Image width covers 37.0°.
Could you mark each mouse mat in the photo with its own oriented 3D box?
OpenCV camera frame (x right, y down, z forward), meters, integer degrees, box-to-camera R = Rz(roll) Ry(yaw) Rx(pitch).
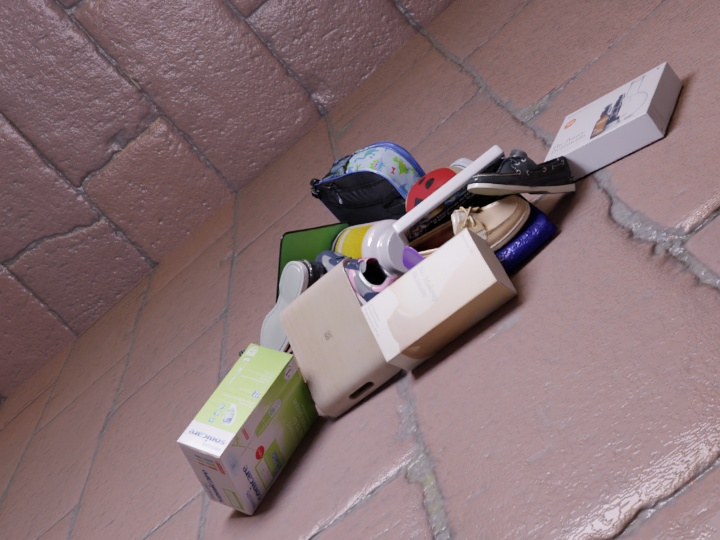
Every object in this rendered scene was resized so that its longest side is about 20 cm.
[{"bbox_3d":[-0.084,-0.001,1.923,0.008,0.162,0.200,15,17,35],"label":"mouse mat"}]

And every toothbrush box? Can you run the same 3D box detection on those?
[{"bbox_3d":[-0.162,0.234,1.602,0.086,0.146,0.200,13,50,32],"label":"toothbrush box"}]

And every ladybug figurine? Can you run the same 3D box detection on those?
[{"bbox_3d":[0.135,-0.111,1.832,0.200,0.072,0.136,-175,90,-68],"label":"ladybug figurine"}]

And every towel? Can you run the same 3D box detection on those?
[{"bbox_3d":[0.191,-0.025,1.620,0.200,0.050,0.148,-41,32,4],"label":"towel"}]

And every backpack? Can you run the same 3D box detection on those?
[{"bbox_3d":[0.042,-0.156,2.051,0.200,0.183,0.147,-12,35,51],"label":"backpack"}]

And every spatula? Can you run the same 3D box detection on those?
[{"bbox_3d":[0.069,0.035,1.634,0.021,0.056,0.200,-37,-23,-37],"label":"spatula"}]

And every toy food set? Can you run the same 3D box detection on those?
[{"bbox_3d":[-0.030,0.100,1.629,0.143,0.200,0.060,-38,-27,26],"label":"toy food set"}]

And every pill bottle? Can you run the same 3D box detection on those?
[{"bbox_3d":[0.036,-0.031,1.882,0.111,0.111,0.200,-49,17,-20],"label":"pill bottle"}]

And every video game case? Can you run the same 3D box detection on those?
[{"bbox_3d":[0.153,-0.086,1.666,0.200,0.182,0.023,-37,61,-1],"label":"video game case"}]

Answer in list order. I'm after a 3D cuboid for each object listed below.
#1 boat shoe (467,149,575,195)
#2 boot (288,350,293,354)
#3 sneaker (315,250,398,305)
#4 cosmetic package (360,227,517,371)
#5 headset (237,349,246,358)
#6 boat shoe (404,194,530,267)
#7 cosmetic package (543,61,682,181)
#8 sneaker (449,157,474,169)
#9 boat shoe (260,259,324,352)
[{"bbox_3d":[0.237,-0.145,1.584,0.199,0.066,0.074,-3,1,-30],"label":"boat shoe"},{"bbox_3d":[-0.068,0.143,1.774,0.200,0.074,0.155,-51,13,16],"label":"boot"},{"bbox_3d":[0.000,0.000,1.790,0.070,0.082,0.200,-24,43,-37],"label":"sneaker"},{"bbox_3d":[0.110,0.043,1.528,0.200,0.071,0.105,-39,57,17],"label":"cosmetic package"},{"bbox_3d":[-0.194,0.227,1.746,0.200,0.094,0.124,-62,-2,20],"label":"headset"},{"bbox_3d":[0.153,-0.056,1.585,0.200,0.069,0.074,-33,32,17],"label":"boat shoe"},{"bbox_3d":[0.386,-0.222,1.657,0.200,0.052,0.151,-27,20,43],"label":"cosmetic package"},{"bbox_3d":[0.189,-0.148,1.885,0.071,0.073,0.200,-42,17,-8],"label":"sneaker"},{"bbox_3d":[-0.113,0.072,1.829,0.060,0.076,0.200,-6,-49,-43],"label":"boat shoe"}]
